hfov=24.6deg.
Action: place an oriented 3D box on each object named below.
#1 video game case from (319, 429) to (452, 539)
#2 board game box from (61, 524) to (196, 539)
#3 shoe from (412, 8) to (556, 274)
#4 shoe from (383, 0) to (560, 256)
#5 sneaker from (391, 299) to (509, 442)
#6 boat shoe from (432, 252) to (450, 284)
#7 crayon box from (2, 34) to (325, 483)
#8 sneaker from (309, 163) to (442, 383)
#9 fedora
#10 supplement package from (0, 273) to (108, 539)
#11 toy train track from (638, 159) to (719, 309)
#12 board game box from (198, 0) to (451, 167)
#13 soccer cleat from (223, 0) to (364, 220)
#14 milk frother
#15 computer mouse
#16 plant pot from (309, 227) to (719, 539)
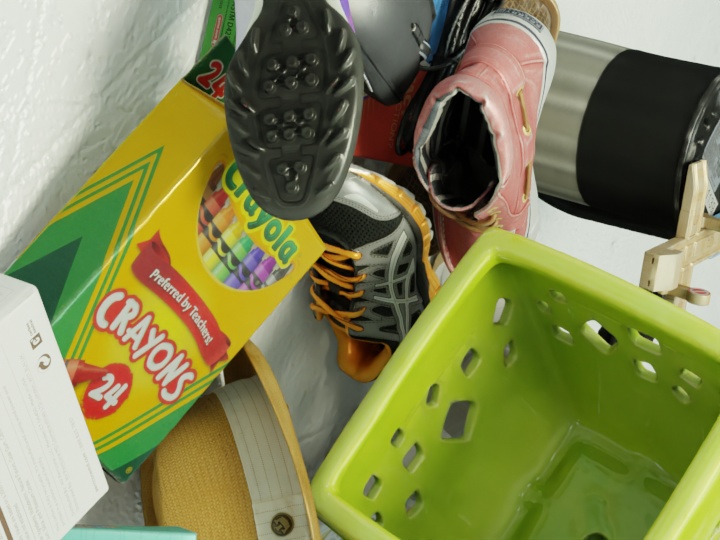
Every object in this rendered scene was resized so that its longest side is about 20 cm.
[{"bbox_3d":[0.010,0.224,1.052,0.199,0.023,0.183,-33,117,-8],"label":"video game case"},{"bbox_3d":[-0.159,0.218,0.768,0.151,0.045,0.202,4,84,-18],"label":"board game box"},{"bbox_3d":[0.065,-0.051,0.982,0.091,0.071,0.201,-52,156,-44],"label":"shoe"},{"bbox_3d":[0.068,-0.097,1.069,0.069,0.053,0.201,24,108,-17],"label":"shoe"},{"bbox_3d":[0.060,0.084,1.114,0.200,0.073,0.112,-47,172,17],"label":"sneaker"},{"bbox_3d":[0.089,0.074,1.201,0.071,0.069,0.202,-40,137,-44],"label":"boat shoe"},{"bbox_3d":[-0.096,-0.004,0.837,0.200,0.051,0.127,-50,144,-12],"label":"crayon box"},{"bbox_3d":[0.000,0.000,1.016,0.077,0.078,0.200,-54,146,-19],"label":"sneaker"},{"bbox_3d":[-0.076,0.135,0.912,0.081,0.201,0.202,-12,123,-13],"label":"fedora"},{"bbox_3d":[-0.220,0.095,0.660,0.200,0.120,0.121,-46,140,-36],"label":"supplement package"},{"bbox_3d":[0.237,-0.018,1.063,0.199,0.032,0.116,-22,124,-53],"label":"toy train track"},{"bbox_3d":[-0.011,-0.146,0.956,0.199,0.040,0.155,3,102,-59],"label":"board game box"},{"bbox_3d":[-0.031,-0.120,0.802,0.073,0.067,0.202,45,37,-75],"label":"soccer cleat"},{"bbox_3d":[0.141,-0.049,1.108,0.200,0.187,0.181,-50,142,-32],"label":"milk frother"},{"bbox_3d":[0.033,-0.158,0.934,0.141,0.046,0.200,-65,149,-10],"label":"computer mouse"},{"bbox_3d":[0.119,0.128,0.937,0.201,0.198,0.182,-53,145,-13],"label":"plant pot"}]
